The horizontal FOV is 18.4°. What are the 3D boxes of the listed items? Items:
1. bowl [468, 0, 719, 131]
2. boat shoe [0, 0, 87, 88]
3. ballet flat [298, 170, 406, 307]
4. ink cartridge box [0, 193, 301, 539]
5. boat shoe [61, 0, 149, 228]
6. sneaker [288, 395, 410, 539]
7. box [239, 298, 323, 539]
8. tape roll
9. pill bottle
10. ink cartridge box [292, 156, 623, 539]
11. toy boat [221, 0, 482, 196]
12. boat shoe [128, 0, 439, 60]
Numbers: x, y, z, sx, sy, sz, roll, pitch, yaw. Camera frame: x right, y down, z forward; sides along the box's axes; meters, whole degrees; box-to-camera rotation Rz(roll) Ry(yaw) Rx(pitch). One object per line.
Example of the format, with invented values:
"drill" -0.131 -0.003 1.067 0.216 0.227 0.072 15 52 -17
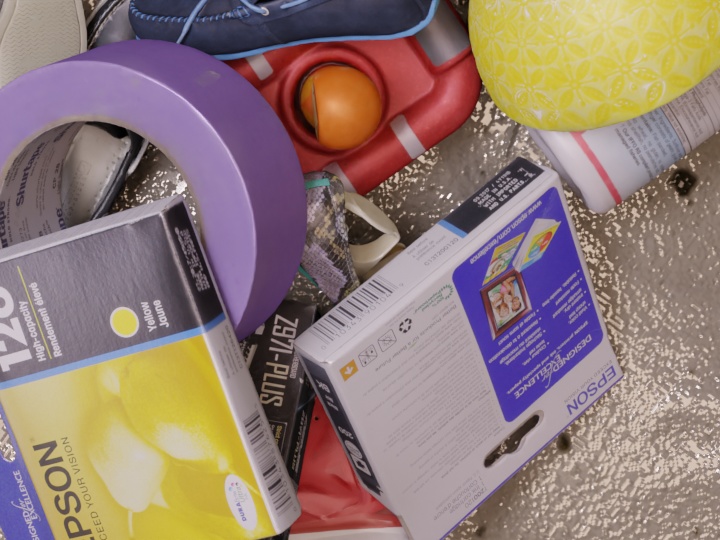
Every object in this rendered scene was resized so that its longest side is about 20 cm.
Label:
"bowl" 0.142 -0.193 1.353 0.200 0.200 0.108 -35 126 2
"boat shoe" -0.218 -0.163 1.399 0.072 0.068 0.200 1 88 -41
"ballet flat" 0.000 0.000 1.406 0.072 0.072 0.200 -32 144 2
"ink cartridge box" -0.158 0.077 1.279 0.200 0.047 0.198 -17 101 21
"boat shoe" -0.167 -0.093 1.429 0.076 0.060 0.200 18 98 -6
"sneaker" -0.060 0.135 1.484 0.200 0.078 0.116 2 83 -6
"box" -0.120 0.110 1.411 0.164 0.086 0.200 9 78 6
"tape roll" -0.138 -0.032 1.311 0.200 0.085 0.200 5 105 19
"pill bottle" 0.201 -0.135 1.425 0.200 0.109 0.109 -37 100 2
"ink cartridge box" 0.069 0.058 1.432 0.198 0.043 0.200 -39 134 -17
"toy boat" -0.018 -0.106 1.403 0.200 0.131 0.131 -36 100 2
"boat shoe" -0.051 -0.182 1.366 0.200 0.084 0.069 -8 139 13
